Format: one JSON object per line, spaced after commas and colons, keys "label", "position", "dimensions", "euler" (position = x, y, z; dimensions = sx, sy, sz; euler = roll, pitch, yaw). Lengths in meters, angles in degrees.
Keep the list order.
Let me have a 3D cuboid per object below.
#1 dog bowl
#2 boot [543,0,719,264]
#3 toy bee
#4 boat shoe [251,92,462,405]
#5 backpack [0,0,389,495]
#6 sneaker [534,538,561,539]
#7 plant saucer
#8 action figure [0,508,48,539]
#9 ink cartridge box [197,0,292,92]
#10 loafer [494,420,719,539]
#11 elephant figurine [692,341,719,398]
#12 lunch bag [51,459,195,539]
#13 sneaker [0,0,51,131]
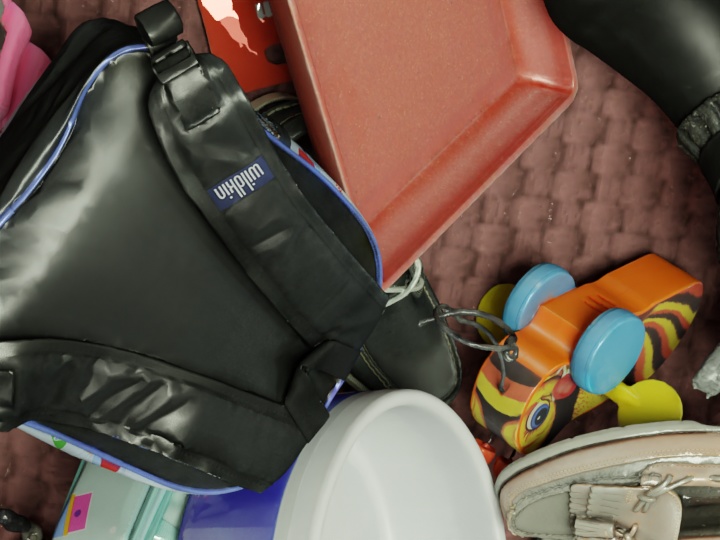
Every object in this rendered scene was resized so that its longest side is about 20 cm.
{"label": "dog bowl", "position": [-0.005, 0.160, 0.939], "dimensions": [0.079, 0.200, 0.201], "euler": [-4, 115, 30]}
{"label": "boot", "position": [0.174, -0.075, 0.950], "dimensions": [0.210, 0.158, 0.079], "euler": [21, 147, -24]}
{"label": "toy bee", "position": [0.095, 0.052, 1.012], "dimensions": [0.199, 0.131, 0.109], "euler": [2, 119, -28]}
{"label": "boat shoe", "position": [0.000, 0.000, 1.000], "dimensions": [0.072, 0.068, 0.200], "euler": [-38, 115, -20]}
{"label": "backpack", "position": [-0.093, 0.004, 0.853], "dimensions": [0.190, 0.154, 0.200], "euler": [37, 91, -27]}
{"label": "sneaker", "position": [0.185, 0.155, 1.054], "dimensions": [0.080, 0.200, 0.078], "euler": [36, 58, -29]}
{"label": "plant saucer", "position": [0.026, -0.126, 0.921], "dimensions": [0.200, 0.037, 0.200], "euler": [-44, 130, -39]}
{"label": "action figure", "position": [-0.158, 0.167, 1.019], "dimensions": [0.199, 0.102, 0.119], "euler": [13, 95, -13]}
{"label": "ink cartridge box", "position": [-0.041, -0.186, 0.940], "dimensions": [0.109, 0.050, 0.201], "euler": [-16, 111, -5]}
{"label": "loafer", "position": [0.169, 0.114, 0.964], "dimensions": [0.199, 0.063, 0.072], "euler": [-10, 144, 4]}
{"label": "elephant figurine", "position": [0.284, 0.071, 1.058], "dimensions": [0.155, 0.142, 0.200], "euler": [-2, 134, 22]}
{"label": "lunch bag", "position": [-0.070, 0.154, 0.981], "dimensions": [0.077, 0.161, 0.200], "euler": [-6, 137, 30]}
{"label": "sneaker", "position": [-0.194, -0.091, 0.907], "dimensions": [0.095, 0.079, 0.200], "euler": [-2, 144, 28]}
